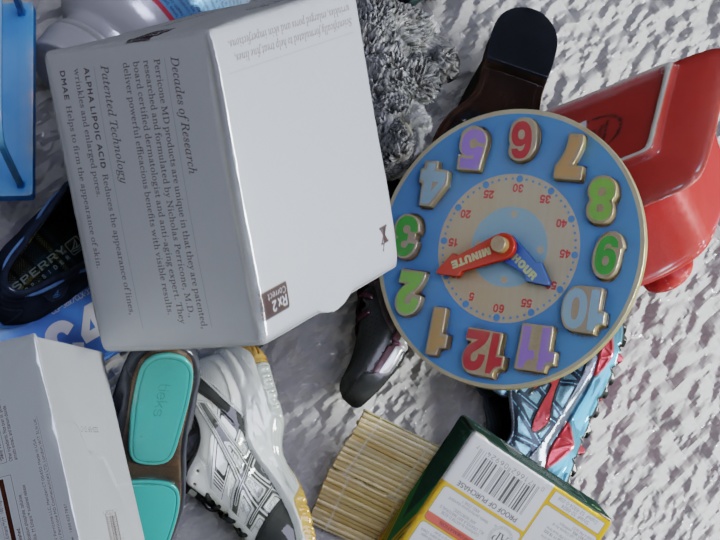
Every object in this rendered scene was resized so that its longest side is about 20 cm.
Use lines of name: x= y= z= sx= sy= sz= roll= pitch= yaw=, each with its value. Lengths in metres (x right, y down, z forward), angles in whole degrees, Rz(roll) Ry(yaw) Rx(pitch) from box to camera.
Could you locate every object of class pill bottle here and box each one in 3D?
pill bottle: x=-0.148 y=-0.203 z=1.320 sx=0.109 sy=0.109 sz=0.201 roll=41 pitch=65 yaw=-8

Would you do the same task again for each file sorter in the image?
file sorter: x=-0.322 y=-0.128 z=1.192 sx=0.197 sy=0.123 sz=0.140 roll=-2 pitch=76 yaw=-2

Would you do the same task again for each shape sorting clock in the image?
shape sorting clock: x=0.104 y=-0.016 z=1.271 sx=0.198 sy=0.039 sz=0.203 roll=-3 pitch=81 yaw=23

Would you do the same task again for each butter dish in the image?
butter dish: x=0.206 y=-0.047 z=1.376 sx=0.148 sy=0.198 sz=0.201 roll=56 pitch=32 yaw=-24

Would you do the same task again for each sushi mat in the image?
sushi mat: x=0.065 y=0.184 z=1.334 sx=0.199 sy=0.012 sz=0.096 roll=27 pitch=104 yaw=-12

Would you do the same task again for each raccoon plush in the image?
raccoon plush: x=-0.014 y=-0.154 z=1.344 sx=0.200 sy=0.097 sz=0.134 roll=44 pitch=37 yaw=-10

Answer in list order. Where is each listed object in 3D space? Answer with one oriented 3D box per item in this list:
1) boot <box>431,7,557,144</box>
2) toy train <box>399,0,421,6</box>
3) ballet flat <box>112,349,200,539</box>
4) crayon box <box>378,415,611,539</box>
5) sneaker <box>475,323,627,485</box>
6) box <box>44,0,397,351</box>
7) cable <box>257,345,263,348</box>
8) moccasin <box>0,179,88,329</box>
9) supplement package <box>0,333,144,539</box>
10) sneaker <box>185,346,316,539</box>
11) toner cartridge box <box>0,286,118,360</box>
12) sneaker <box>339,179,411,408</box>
boot: x=0.096 y=-0.098 z=1.393 sx=0.074 sy=0.097 sz=0.201 roll=25 pitch=65 yaw=4
toy train: x=0.030 y=-0.305 z=1.437 sx=0.114 sy=0.085 sz=0.201 roll=-37 pitch=92 yaw=-16
ballet flat: x=-0.152 y=0.129 z=1.246 sx=0.072 sy=0.073 sz=0.202 roll=8 pitch=110 yaw=-20
crayon box: x=0.072 y=0.224 z=1.304 sx=0.125 sy=0.052 sz=0.201 roll=33 pitch=94 yaw=-12
sneaker: x=0.136 y=0.087 z=1.381 sx=0.095 sy=0.079 sz=0.202 roll=28 pitch=68 yaw=-11
box: x=-0.085 y=-0.069 z=1.191 sx=0.199 sy=0.129 sz=0.202 roll=-30 pitch=113 yaw=-59
cable: x=-0.070 y=-0.038 z=1.355 sx=0.096 sy=0.050 sz=0.203 roll=-1 pitch=87 yaw=-16
moccasin: x=-0.176 y=-0.034 z=1.240 sx=0.080 sy=0.068 sz=0.200 roll=41 pitch=65 yaw=-6
supplement package: x=-0.256 y=0.137 z=1.108 sx=0.198 sy=0.191 sz=0.149 roll=-14 pitch=83 yaw=3
sneaker: x=-0.085 y=0.157 z=1.286 sx=0.087 sy=0.076 sz=0.202 roll=-16 pitch=80 yaw=-9
toner cartridge box: x=-0.212 y=0.027 z=1.272 sx=0.199 sy=0.043 sz=0.096 roll=-32 pitch=88 yaw=-26
sneaker: x=0.000 y=0.000 z=1.357 sx=0.115 sy=0.076 sz=0.201 roll=32 pitch=57 yaw=-6
